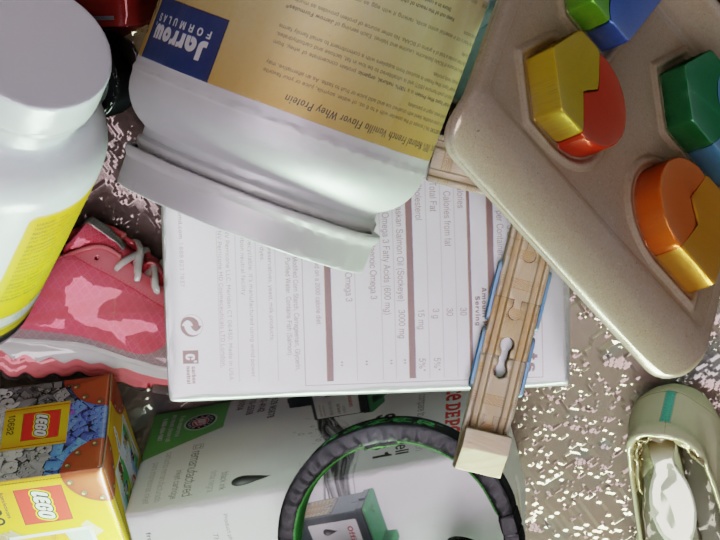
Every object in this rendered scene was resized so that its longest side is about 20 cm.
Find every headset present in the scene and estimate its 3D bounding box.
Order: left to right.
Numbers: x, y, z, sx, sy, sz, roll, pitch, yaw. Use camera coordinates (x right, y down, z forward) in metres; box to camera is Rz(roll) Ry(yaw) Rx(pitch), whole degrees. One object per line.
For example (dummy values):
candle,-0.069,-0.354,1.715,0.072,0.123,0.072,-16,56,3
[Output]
headset,0.029,0.172,1.417,0.123,0.094,0.200,-9,94,9

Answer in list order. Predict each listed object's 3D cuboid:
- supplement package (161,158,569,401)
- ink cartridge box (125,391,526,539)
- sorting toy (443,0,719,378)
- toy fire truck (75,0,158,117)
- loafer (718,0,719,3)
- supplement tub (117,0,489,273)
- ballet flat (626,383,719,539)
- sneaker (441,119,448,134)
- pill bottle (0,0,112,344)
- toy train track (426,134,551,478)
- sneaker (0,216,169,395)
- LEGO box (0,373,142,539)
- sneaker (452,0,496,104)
supplement package,0.000,0.000,1.397,0.199,0.117,0.118,-2,94,-5
ink cartridge box,-0.015,0.122,1.503,0.200,0.146,0.085,-11,109,6
sorting toy,0.130,-0.078,1.314,0.036,0.200,0.185,-18,127,41
toy fire truck,-0.084,-0.177,1.389,0.176,0.129,0.200,3,104,31
loafer,0.170,-0.118,1.450,0.200,0.076,0.068,28,115,-5
supplement tub,-0.021,-0.112,1.261,0.144,0.144,0.200,20,93,-5
ballet flat,0.182,0.163,1.550,0.069,0.069,0.200,-11,109,6
sneaker,0.033,-0.044,1.488,0.200,0.075,0.079,0,101,-6
pill bottle,-0.192,-0.051,1.391,0.112,0.112,0.200,26,137,-7
toy train track,0.081,0.001,1.327,0.114,0.033,0.200,14,92,-8
sneaker,-0.129,0.016,1.509,0.200,0.074,0.087,3,108,2
LEGO box,-0.186,0.161,1.525,0.149,0.077,0.200,-8,131,7
sneaker,0.020,-0.162,1.433,0.074,0.082,0.200,-31,105,13
